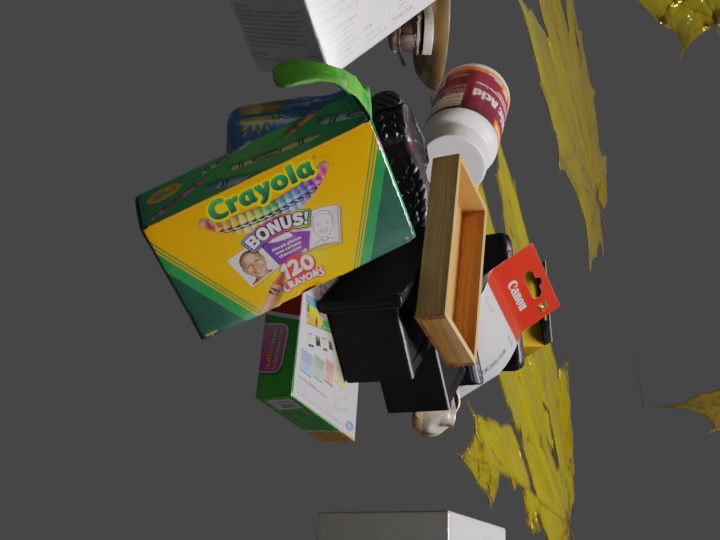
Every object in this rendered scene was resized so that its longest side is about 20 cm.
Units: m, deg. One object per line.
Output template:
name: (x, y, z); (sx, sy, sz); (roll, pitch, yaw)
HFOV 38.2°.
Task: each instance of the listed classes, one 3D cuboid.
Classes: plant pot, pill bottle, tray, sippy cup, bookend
plant pot: (0.095, -0.353, 1.441); (0.200, 0.027, 0.204); (180, -90, -84)
pill bottle: (0.152, -0.208, 1.520); (0.201, 0.112, 0.115); (-69, 145, -49)
tray: (0.097, -0.012, 1.095); (0.099, 0.036, 0.203); (55, 36, -48)
sippy cup: (-0.056, -0.099, 0.945); (0.140, 0.128, 0.181); (-108, -162, -78)
bookend: (0.051, 0.080, 1.125); (0.200, 0.091, 0.202); (-48, 128, -60)

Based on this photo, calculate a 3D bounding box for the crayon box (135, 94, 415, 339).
crayon box: (-0.067, -0.043, 0.844); (0.058, 0.198, 0.120); (-119, -176, -55)

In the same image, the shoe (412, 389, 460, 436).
shoe: (0.104, 0.182, 1.342); (0.200, 0.052, 0.071); (22, 72, -80)

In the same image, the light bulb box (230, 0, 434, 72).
light bulb box: (-0.034, -0.325, 1.003); (0.198, 0.124, 0.202); (-41, 126, -30)

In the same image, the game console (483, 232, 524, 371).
game console: (0.207, 0.047, 1.595); (0.115, 0.175, 0.204); (-7, 90, -39)

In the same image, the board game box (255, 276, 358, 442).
board game box: (-0.045, 0.058, 1.070); (0.153, 0.040, 0.203); (47, 42, -55)

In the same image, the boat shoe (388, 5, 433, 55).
boat shoe: (0.057, -0.346, 1.383); (0.201, 0.058, 0.073); (-97, -173, -52)

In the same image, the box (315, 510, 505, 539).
box: (0.058, 0.320, 1.104); (0.200, 0.150, 0.108); (38, 50, -60)

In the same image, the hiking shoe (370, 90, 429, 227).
hiking shoe: (0.064, -0.129, 1.338); (0.100, 0.075, 0.204); (-9, 92, -64)

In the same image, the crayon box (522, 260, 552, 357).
crayon box: (0.243, 0.068, 1.630); (0.200, 0.051, 0.128); (119, -31, -74)

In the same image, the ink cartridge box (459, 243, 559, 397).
ink cartridge box: (0.180, 0.075, 1.422); (0.163, 0.198, 0.057); (55, 7, -48)
